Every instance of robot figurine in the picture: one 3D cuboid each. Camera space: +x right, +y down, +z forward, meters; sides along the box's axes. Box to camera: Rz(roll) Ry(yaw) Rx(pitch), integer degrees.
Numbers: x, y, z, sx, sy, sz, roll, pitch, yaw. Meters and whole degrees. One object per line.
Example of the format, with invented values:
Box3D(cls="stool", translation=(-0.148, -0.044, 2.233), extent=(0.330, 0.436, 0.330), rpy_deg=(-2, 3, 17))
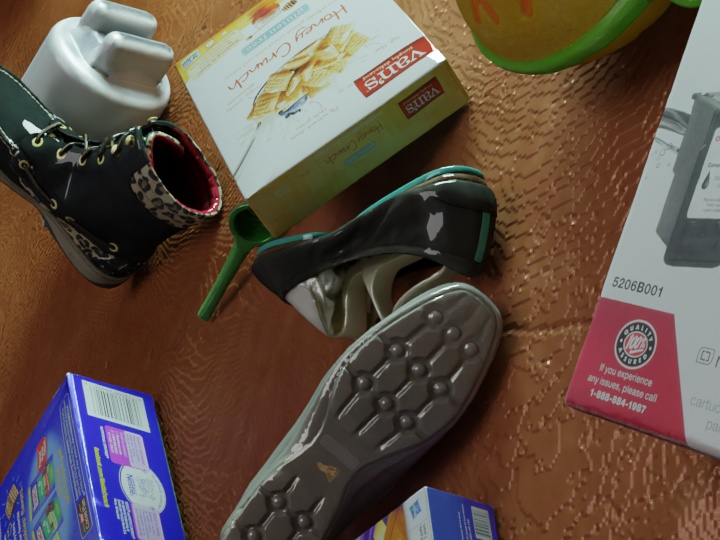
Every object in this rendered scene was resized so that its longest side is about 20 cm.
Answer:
Box3D(cls="robot figurine", translation=(-0.236, -0.130, 1.234), extent=(0.200, 0.112, 0.170), rpy_deg=(-50, 49, 29))

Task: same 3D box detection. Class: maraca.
Box3D(cls="maraca", translation=(0.115, -0.165, 0.701), extent=(0.199, 0.106, 0.139), rpy_deg=(-8, 73, 56))

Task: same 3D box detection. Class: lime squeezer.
Box3D(cls="lime squeezer", translation=(-0.070, -0.053, 0.998), extent=(0.071, 0.037, 0.202), rpy_deg=(31, 100, 59))

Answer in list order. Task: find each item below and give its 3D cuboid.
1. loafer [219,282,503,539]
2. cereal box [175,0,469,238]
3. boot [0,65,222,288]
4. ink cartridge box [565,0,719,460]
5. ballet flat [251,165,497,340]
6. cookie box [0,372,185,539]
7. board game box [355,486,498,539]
Box3D(cls="loafer", translation=(0.000, 0.084, 0.776), extent=(0.200, 0.070, 0.070), rpy_deg=(-47, 0, 11))
Box3D(cls="cereal box", translation=(-0.031, -0.119, 0.919), extent=(0.143, 0.040, 0.200), rpy_deg=(-35, 36, 2))
Box3D(cls="boot", translation=(-0.204, -0.093, 1.110), extent=(0.153, 0.204, 0.074), rpy_deg=(-25, 16, 45))
Box3D(cls="ink cartridge box", translation=(0.177, -0.021, 0.541), extent=(0.145, 0.083, 0.202), rpy_deg=(14, 85, 59))
Box3D(cls="ballet flat", translation=(0.000, 0.000, 0.832), extent=(0.199, 0.067, 0.069), rpy_deg=(-23, 66, 51))
Box3D(cls="cookie box", translation=(-0.209, 0.205, 1.029), extent=(0.201, 0.075, 0.172), rpy_deg=(-55, 34, 23))
Box3D(cls="board game box", translation=(0.019, 0.224, 0.685), extent=(0.134, 0.044, 0.201), rpy_deg=(-43, 39, 37))
